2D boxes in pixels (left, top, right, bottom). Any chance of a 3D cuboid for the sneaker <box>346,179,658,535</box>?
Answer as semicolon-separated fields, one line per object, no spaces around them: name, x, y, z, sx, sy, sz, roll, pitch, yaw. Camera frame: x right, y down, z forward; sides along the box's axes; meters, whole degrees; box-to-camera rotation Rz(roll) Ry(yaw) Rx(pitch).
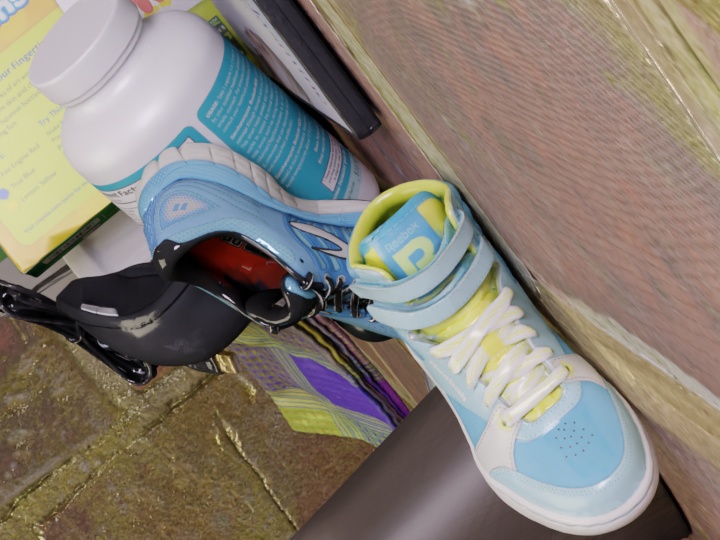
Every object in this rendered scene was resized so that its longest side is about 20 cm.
sneaker;0.057;0.035;1.112;0.200;0.079;0.131;47;176;41

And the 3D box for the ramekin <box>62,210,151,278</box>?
ramekin;-0.127;-0.057;1.534;0.202;0.094;0.203;47;-159;-25

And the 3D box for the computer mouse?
computer mouse;-0.113;0.043;1.346;0.200;0.046;0.140;-5;155;46

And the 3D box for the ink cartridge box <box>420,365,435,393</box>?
ink cartridge box;0.055;0.051;1.554;0.146;0.048;0.201;71;-178;-78

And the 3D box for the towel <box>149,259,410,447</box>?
towel;-0.039;0.060;1.459;0.143;0.023;0.200;16;156;40

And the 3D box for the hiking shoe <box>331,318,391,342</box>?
hiking shoe;0.000;0.000;1.448;0.087;0.074;0.200;64;177;-29

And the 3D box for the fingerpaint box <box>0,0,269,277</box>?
fingerpaint box;-0.172;-0.122;1.392;0.167;0.200;0.073;50;177;0

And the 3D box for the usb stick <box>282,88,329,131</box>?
usb stick;-0.068;-0.116;1.502;0.055;0.033;0.200;42;-176;-44

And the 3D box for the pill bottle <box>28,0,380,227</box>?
pill bottle;-0.090;-0.069;1.301;0.200;0.111;0.111;42;-179;-28

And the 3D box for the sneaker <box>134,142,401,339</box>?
sneaker;-0.027;0.008;1.234;0.199;0.078;0.090;17;-143;-14

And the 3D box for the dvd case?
dvd case;-0.060;-0.143;1.237;0.143;0.018;0.200;53;176;-20

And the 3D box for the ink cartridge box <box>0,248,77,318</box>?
ink cartridge box;-0.243;-0.049;1.525;0.200;0.084;0.146;13;-133;-60

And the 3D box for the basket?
basket;0.055;0.147;1.277;0.180;0.200;0.136;53;176;-39
